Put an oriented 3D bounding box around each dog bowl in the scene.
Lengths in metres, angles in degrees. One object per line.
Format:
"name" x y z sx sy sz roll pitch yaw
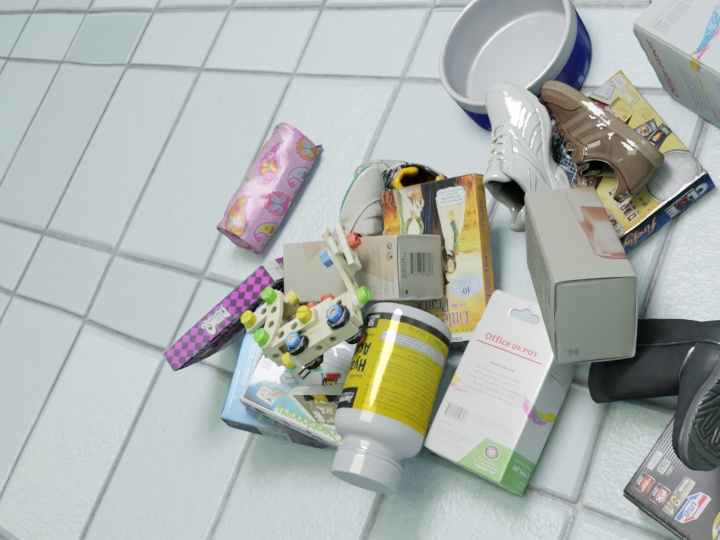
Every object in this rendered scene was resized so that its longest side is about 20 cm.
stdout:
"dog bowl" 0.208 -0.290 1.332 0.197 0.079 0.204 -19 56 30

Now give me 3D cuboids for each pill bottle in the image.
"pill bottle" 0.032 0.151 1.156 0.110 0.111 0.204 0 64 38

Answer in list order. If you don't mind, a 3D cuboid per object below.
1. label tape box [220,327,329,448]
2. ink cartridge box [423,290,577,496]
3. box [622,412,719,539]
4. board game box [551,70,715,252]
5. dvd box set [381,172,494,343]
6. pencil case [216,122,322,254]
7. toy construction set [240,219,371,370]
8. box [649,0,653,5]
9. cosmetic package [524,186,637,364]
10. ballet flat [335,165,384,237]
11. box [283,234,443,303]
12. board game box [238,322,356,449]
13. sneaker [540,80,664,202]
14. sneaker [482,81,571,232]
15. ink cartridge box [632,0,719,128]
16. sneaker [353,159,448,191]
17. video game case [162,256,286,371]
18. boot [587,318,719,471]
"label tape box" -0.068 0.153 1.298 0.196 0.064 0.147 11 70 10
"ink cartridge box" 0.169 0.137 1.131 0.116 0.067 0.203 19 79 41
"box" 0.375 0.185 0.957 0.202 0.044 0.160 -55 45 0
"board game box" 0.314 -0.132 1.190 0.135 0.034 0.202 -38 48 15
"dvd box set" 0.097 -0.010 1.243 0.144 0.029 0.205 -7 85 37
"pencil case" -0.140 -0.127 1.517 0.087 0.087 0.203 21 79 43
"toy construction set" -0.056 0.042 1.180 0.200 0.091 0.133 -45 35 27
"box" 0.450 -0.342 1.190 0.197 0.050 0.077 -13 58 33
"cosmetic package" 0.234 0.000 1.069 0.085 0.105 0.201 -5 32 3
"ballet flat" -0.002 -0.047 1.338 0.202 0.068 0.070 -64 37 34
"box" 0.000 0.000 1.242 0.197 0.094 0.080 -3 89 41
"board game box" -0.039 0.148 1.243 0.197 0.035 0.128 22 72 14
"sneaker" 0.266 -0.156 1.170 0.076 0.070 0.200 -52 45 9
"sneaker" 0.187 -0.139 1.204 0.078 0.098 0.204 -49 57 59
"ink cartridge box" 0.411 -0.220 1.085 0.083 0.145 0.200 -45 47 5
"sneaker" 0.063 -0.122 1.350 0.198 0.082 0.079 18 77 43
"video game case" -0.160 0.051 1.367 0.199 0.181 0.036 -40 85 19
"boot" 0.296 0.118 0.988 0.166 0.066 0.199 -53 21 -21
